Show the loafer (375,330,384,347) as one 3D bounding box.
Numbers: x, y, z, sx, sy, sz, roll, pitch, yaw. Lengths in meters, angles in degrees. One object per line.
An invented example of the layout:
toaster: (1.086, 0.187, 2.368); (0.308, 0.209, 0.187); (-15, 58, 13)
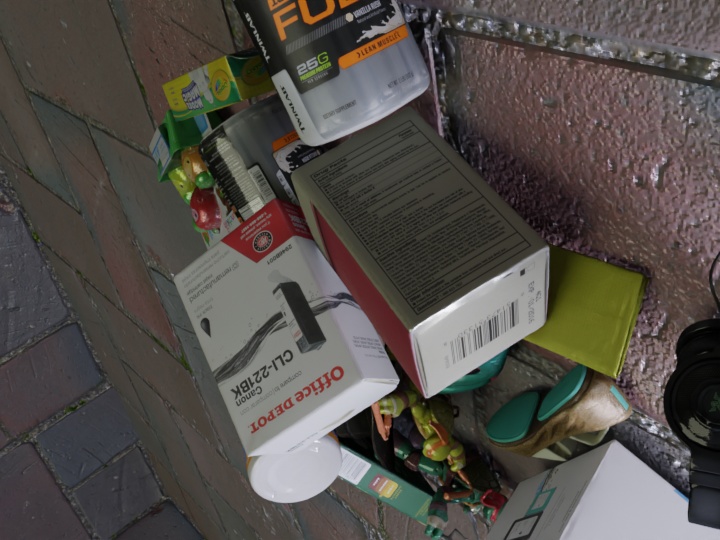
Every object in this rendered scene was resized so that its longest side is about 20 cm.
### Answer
loafer: (-0.050, 0.064, 0.853); (0.198, 0.073, 0.063); (12, 171, 36)

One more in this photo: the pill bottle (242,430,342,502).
pill bottle: (-0.097, 0.172, 0.957); (0.201, 0.111, 0.113); (-115, 11, -51)

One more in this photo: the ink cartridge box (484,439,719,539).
ink cartridge box: (0.214, 0.282, 0.730); (0.146, 0.146, 0.200); (38, 151, 5)

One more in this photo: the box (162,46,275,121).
box: (-0.112, -0.201, 0.792); (0.199, 0.117, 0.049); (2, 116, 58)

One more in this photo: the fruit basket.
fruit basket: (-0.218, -0.115, 1.056); (0.185, 0.093, 0.202); (-27, 77, 63)

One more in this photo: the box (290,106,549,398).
box: (0.048, -0.020, 0.655); (0.201, 0.127, 0.109); (53, 168, 36)

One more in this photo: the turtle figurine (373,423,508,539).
turtle figurine: (0.117, 0.266, 0.954); (0.200, 0.101, 0.149); (38, -173, 35)

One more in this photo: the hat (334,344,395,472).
hat: (-0.007, 0.135, 0.908); (0.080, 0.202, 0.202); (-8, 123, 11)

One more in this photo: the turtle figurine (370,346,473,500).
turtle figurine: (0.069, 0.147, 0.854); (0.200, 0.064, 0.162); (43, -160, -34)

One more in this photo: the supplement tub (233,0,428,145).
supplement tub: (-0.035, -0.216, 0.631); (0.122, 0.122, 0.202); (-2, 119, 59)

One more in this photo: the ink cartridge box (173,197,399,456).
ink cartridge box: (-0.074, 0.057, 0.753); (0.201, 0.144, 0.084); (62, -161, 20)

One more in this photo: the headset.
headset: (0.255, 0.076, 0.517); (0.093, 0.123, 0.203); (5, 109, 26)

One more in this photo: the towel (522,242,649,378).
towel: (0.148, 0.017, 0.672); (0.199, 0.018, 0.087); (23, 105, 46)

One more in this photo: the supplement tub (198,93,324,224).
supplement tub: (-0.082, -0.082, 0.867); (0.201, 0.122, 0.122); (59, 152, -8)

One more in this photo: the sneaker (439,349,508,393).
sneaker: (0.074, 0.065, 0.818); (0.199, 0.083, 0.122); (23, 130, 40)

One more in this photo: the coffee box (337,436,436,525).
coffee box: (0.010, 0.258, 1.041); (0.199, 0.044, 0.123); (35, -178, -29)

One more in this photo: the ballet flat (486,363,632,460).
ballet flat: (0.192, 0.147, 0.751); (0.072, 0.068, 0.200); (34, 147, -2)
